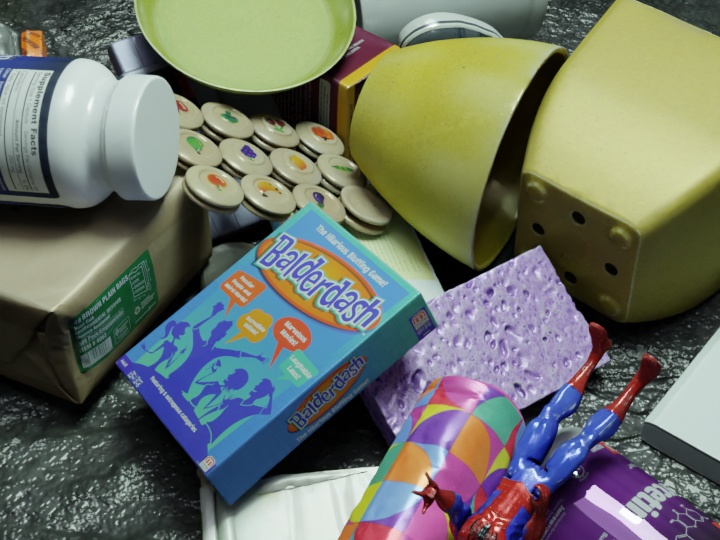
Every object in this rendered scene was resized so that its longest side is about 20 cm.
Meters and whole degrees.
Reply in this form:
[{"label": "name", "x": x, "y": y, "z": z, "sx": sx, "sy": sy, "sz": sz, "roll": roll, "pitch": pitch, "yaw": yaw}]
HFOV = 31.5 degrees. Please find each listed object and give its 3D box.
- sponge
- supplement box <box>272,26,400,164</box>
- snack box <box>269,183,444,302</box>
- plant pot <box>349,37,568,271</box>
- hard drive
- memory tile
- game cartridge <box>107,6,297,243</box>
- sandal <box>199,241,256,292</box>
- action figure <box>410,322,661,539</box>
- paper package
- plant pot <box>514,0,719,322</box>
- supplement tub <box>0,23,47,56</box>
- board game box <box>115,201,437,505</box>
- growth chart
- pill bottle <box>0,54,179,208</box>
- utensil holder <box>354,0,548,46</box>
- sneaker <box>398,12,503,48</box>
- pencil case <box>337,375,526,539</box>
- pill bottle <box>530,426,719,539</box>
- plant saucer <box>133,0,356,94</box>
[{"label": "sponge", "x": 0.091, "y": 0.066, "z": 1.005, "sx": 0.200, "sy": 0.030, "sz": 0.112, "roll": -25, "pitch": 80, "yaw": -25}, {"label": "supplement box", "x": -0.061, "y": -0.191, "z": 1.239, "sx": 0.200, "sy": 0.111, "sz": 0.086, "roll": 31, "pitch": 51, "yaw": 26}, {"label": "snack box", "x": 0.000, "y": 0.000, "z": 1.084, "sx": 0.116, "sy": 0.037, "sz": 0.200, "roll": -1, "pitch": 43, "yaw": -22}, {"label": "plant pot", "x": 0.075, "y": -0.119, "z": 1.097, "sx": 0.142, "sy": 0.200, "sz": 0.200, "roll": 23, "pitch": 48, "yaw": 16}, {"label": "hard drive", "x": 0.330, "y": 0.098, "z": 1.019, "sx": 0.132, "sy": 0.026, "sz": 0.200, "roll": 29, "pitch": 50, "yaw": 25}, {"label": "memory tile", "x": -0.076, "y": -0.091, "z": 1.081, "sx": 0.199, "sy": 0.017, "sz": 0.154, "roll": 7, "pitch": 39, "yaw": -36}, {"label": "game cartridge", "x": -0.135, "y": -0.130, "z": 1.155, "sx": 0.129, "sy": 0.038, "sz": 0.201, "roll": -22, "pitch": 85, "yaw": -27}, {"label": "sandal", "x": -0.089, "y": 0.034, "z": 1.044, "sx": 0.081, "sy": 0.055, "sz": 0.200, "roll": -4, "pitch": 38, "yaw": -7}, {"label": "action figure", "x": 0.106, "y": 0.117, "z": 0.797, "sx": 0.065, "sy": 0.099, "sz": 0.200, "roll": 31, "pitch": 79, "yaw": 29}, {"label": "paper package", "x": -0.247, "y": -0.015, "z": 1.043, "sx": 0.190, "sy": 0.104, "sz": 0.200, "roll": 16, "pitch": 45, "yaw": 25}, {"label": "plant pot", "x": 0.234, "y": -0.074, "z": 1.083, "sx": 0.195, "sy": 0.195, "sz": 0.200, "roll": 32, "pitch": 57, "yaw": 27}, {"label": "supplement tub", "x": -0.392, "y": -0.167, "z": 1.193, "sx": 0.199, "sy": 0.123, "sz": 0.123, "roll": -7, "pitch": 45, "yaw": -10}, {"label": "board game box", "x": -0.065, "y": 0.055, "z": 0.952, "sx": 0.200, "sy": 0.045, "sz": 0.152, "roll": -40, "pitch": 46, "yaw": -11}, {"label": "growth chart", "x": -0.018, "y": 0.198, "z": 0.898, "sx": 0.199, "sy": 0.018, "sz": 0.145, "roll": -1, "pitch": 54, "yaw": -2}, {"label": "pill bottle", "x": -0.248, "y": -0.107, "z": 0.982, "sx": 0.199, "sy": 0.116, "sz": 0.116, "roll": 5, "pitch": 44, "yaw": 12}, {"label": "utensil holder", "x": 0.072, "y": -0.305, "z": 1.324, "sx": 0.199, "sy": 0.170, "sz": 0.170, "roll": -15, "pitch": 47, "yaw": -13}, {"label": "sneaker", "x": 0.120, "y": -0.171, "z": 1.194, "sx": 0.200, "sy": 0.078, "sz": 0.080, "roll": 20, "pitch": 48, "yaw": -40}, {"label": "pencil case", "x": 0.041, "y": 0.166, "z": 0.868, "sx": 0.088, "sy": 0.089, "sz": 0.200, "roll": 22, "pitch": 56, "yaw": 19}, {"label": "pill bottle", "x": 0.187, "y": 0.200, "z": 0.847, "sx": 0.200, "sy": 0.113, "sz": 0.112, "roll": 35, "pitch": 53, "yaw": 29}, {"label": "plant saucer", "x": -0.104, "y": -0.230, "z": 1.154, "sx": 0.199, "sy": 0.031, "sz": 0.201, "roll": 5, "pitch": 58, "yaw": -8}]
